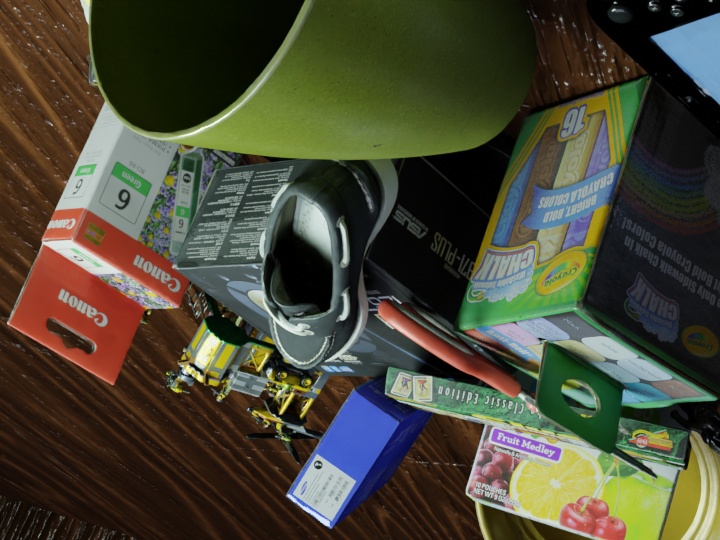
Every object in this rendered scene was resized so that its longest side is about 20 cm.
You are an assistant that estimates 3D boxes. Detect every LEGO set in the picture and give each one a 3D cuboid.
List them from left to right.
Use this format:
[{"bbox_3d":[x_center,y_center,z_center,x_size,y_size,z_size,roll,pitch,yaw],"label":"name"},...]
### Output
[{"bbox_3d":[-0.110,0.066,1.261,0.153,0.116,0.200,14,-152,-37],"label":"LEGO set"}]

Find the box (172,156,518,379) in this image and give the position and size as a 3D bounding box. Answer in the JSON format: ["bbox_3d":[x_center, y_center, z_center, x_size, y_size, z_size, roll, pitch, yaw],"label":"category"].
[{"bbox_3d":[0.000,0.000,1.084,0.199,0.087,0.164,-2,148,46],"label":"box"}]

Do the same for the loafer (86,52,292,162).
[{"bbox_3d":[-0.107,-0.112,1.085,0.199,0.073,0.073,32,156,-31],"label":"loafer"}]

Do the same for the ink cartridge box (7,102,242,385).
[{"bbox_3d":[-0.175,-0.026,1.187,0.109,0.201,0.050,35,156,-35],"label":"ink cartridge box"}]

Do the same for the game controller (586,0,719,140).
[{"bbox_3d":[0.209,-0.108,0.826,0.200,0.042,0.104,34,157,-34],"label":"game controller"}]

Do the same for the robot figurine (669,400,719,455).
[{"bbox_3d":[0.228,0.039,1.059,0.199,0.146,0.058,27,167,8],"label":"robot figurine"}]

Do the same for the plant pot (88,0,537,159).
[{"bbox_3d":[-0.005,-0.133,0.814,0.199,0.189,0.186,16,168,-42],"label":"plant pot"}]

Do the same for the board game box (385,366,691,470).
[{"bbox_3d":[0.122,0.100,1.058,0.199,0.024,0.105,12,170,15],"label":"board game box"}]

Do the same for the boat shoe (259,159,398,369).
[{"bbox_3d":[-0.032,0.000,0.941,0.075,0.060,0.201,32,142,18],"label":"boat shoe"}]

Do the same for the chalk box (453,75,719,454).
[{"bbox_3d":[0.149,0.008,0.950,0.124,0.201,0.124,31,158,-25],"label":"chalk box"}]

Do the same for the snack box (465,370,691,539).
[{"bbox_3d":[0.171,0.088,1.132,0.141,0.201,0.053,16,173,13],"label":"snack box"}]

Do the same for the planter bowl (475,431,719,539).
[{"bbox_3d":[0.193,0.163,1.220,0.199,0.202,0.083,18,-165,9],"label":"planter bowl"}]

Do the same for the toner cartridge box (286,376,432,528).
[{"bbox_3d":[0.010,0.126,1.190,0.043,0.095,0.200,35,-171,9],"label":"toner cartridge box"}]

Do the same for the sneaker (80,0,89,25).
[{"bbox_3d":[-0.092,-0.166,0.929,0.199,0.079,0.090,12,152,21],"label":"sneaker"}]

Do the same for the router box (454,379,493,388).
[{"bbox_3d":[0.045,0.041,1.264,0.149,0.051,0.200,36,178,-38],"label":"router box"}]

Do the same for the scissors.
[{"bbox_3d":[0.096,0.076,0.951,0.199,0.014,0.073,35,-175,5],"label":"scissors"}]

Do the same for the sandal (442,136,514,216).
[{"bbox_3d":[0.082,-0.023,1.119,0.075,0.045,0.201,26,146,13],"label":"sandal"}]
